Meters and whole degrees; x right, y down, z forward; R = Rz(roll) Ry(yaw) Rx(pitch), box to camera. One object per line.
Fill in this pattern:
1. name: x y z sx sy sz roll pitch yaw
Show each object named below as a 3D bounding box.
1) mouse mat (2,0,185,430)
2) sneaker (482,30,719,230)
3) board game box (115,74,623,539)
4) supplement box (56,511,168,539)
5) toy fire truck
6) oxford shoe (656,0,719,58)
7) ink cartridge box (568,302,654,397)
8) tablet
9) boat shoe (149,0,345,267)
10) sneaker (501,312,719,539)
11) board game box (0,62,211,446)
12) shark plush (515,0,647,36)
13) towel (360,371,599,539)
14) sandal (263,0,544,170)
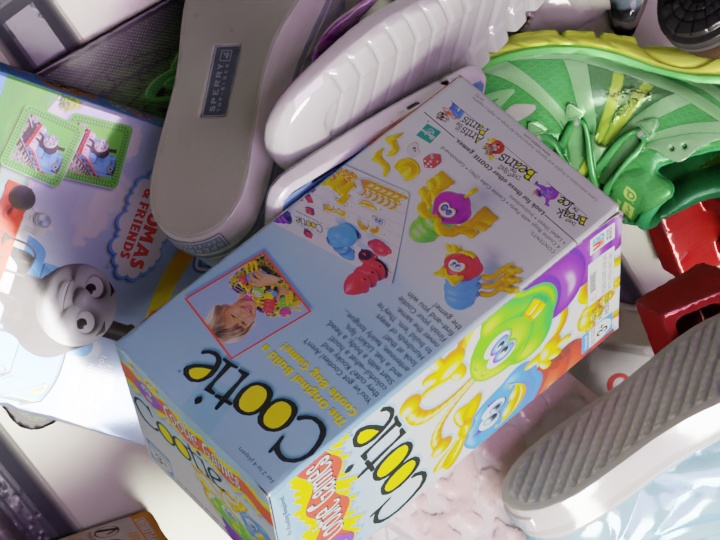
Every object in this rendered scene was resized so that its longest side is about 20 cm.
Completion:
1. mouse mat: -0.111 -0.032 1.189 0.200 0.008 0.161 -31 115 -11
2. sneaker: 0.123 -0.065 1.196 0.200 0.074 0.084 4 68 5
3. board game box: 0.008 0.029 1.088 0.200 0.105 0.103 -38 152 -18
4. supplement box: -0.168 0.195 1.172 0.200 0.126 0.074 -17 113 -17
5. toy fire truck: 0.211 -0.023 1.243 0.200 0.141 0.049 -28 115 -11
6. oxford shoe: 0.213 -0.164 1.210 0.200 0.073 0.084 -51 134 -27
7. ink cartridge box: 0.141 0.123 1.294 0.146 0.085 0.200 8 101 -24
8. tablet: 0.000 0.000 1.168 0.130 0.014 0.200 -32 149 -29
9. boat shoe: -0.043 -0.091 1.147 0.072 0.070 0.201 45 55 -55
10. sneaker: 0.163 0.080 1.147 0.200 0.074 0.082 -29 120 -1
11. board game box: -0.123 -0.002 1.169 0.200 0.037 0.151 18 99 -26
12. shark plush: 0.122 -0.200 1.197 0.083 0.091 0.200 23 105 5
13. towel: 0.077 0.133 1.164 0.200 0.032 0.191 40 57 -24
14. sandal: 0.022 -0.111 1.133 0.203 0.050 0.082 -38 149 -30
